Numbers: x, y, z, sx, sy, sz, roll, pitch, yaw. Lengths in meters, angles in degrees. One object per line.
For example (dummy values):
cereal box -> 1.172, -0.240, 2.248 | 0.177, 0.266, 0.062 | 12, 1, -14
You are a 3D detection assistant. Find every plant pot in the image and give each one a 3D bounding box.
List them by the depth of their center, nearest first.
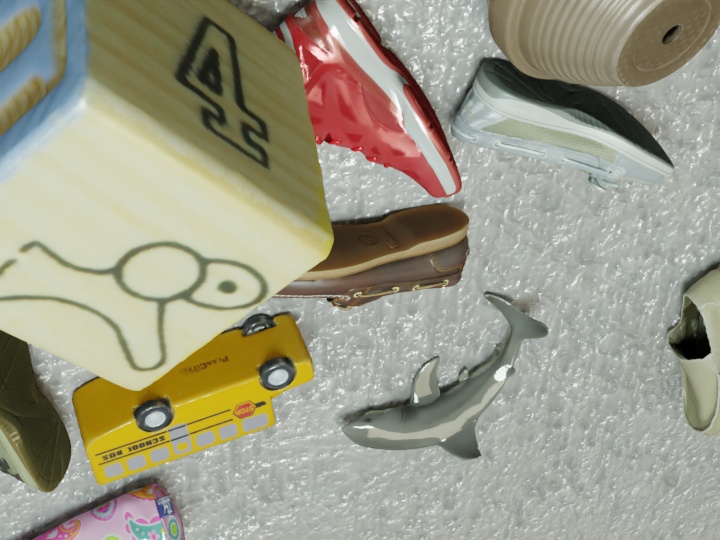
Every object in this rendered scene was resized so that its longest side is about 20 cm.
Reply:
plant pot -> 0.199, -0.200, 0.931 | 0.199, 0.093, 0.202 | -25, 151, -15

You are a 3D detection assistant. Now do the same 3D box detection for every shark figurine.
shark figurine -> 0.104, 0.127, 1.201 | 0.214, 0.090, 0.128 | -38, 135, 11

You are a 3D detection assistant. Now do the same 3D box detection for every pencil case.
pencil case -> -0.248, 0.266, 1.149 | 0.198, 0.088, 0.088 | -24, 134, -4

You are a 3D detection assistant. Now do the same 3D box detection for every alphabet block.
alphabet block -> -0.159, -0.074, 0.808 | 0.195, 0.198, 0.199 | -33, 136, 26

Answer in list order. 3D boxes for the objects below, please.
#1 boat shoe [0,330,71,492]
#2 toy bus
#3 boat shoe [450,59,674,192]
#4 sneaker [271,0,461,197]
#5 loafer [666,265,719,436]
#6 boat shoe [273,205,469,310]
boat shoe -> -0.290, 0.094, 0.998 | 0.065, 0.072, 0.202 | -1, 129, 20
toy bus -> -0.138, 0.107, 1.082 | 0.198, 0.065, 0.079 | -18, 133, -11
boat shoe -> 0.168, -0.109, 1.048 | 0.200, 0.075, 0.065 | 14, 126, -29
sneaker -> -0.012, -0.112, 0.968 | 0.115, 0.079, 0.200 | -30, 122, 12
loafer -> 0.344, 0.083, 1.292 | 0.068, 0.076, 0.202 | -11, 122, -15
boat shoe -> 0.000, 0.000, 1.054 | 0.198, 0.071, 0.071 | -8, 126, -19
